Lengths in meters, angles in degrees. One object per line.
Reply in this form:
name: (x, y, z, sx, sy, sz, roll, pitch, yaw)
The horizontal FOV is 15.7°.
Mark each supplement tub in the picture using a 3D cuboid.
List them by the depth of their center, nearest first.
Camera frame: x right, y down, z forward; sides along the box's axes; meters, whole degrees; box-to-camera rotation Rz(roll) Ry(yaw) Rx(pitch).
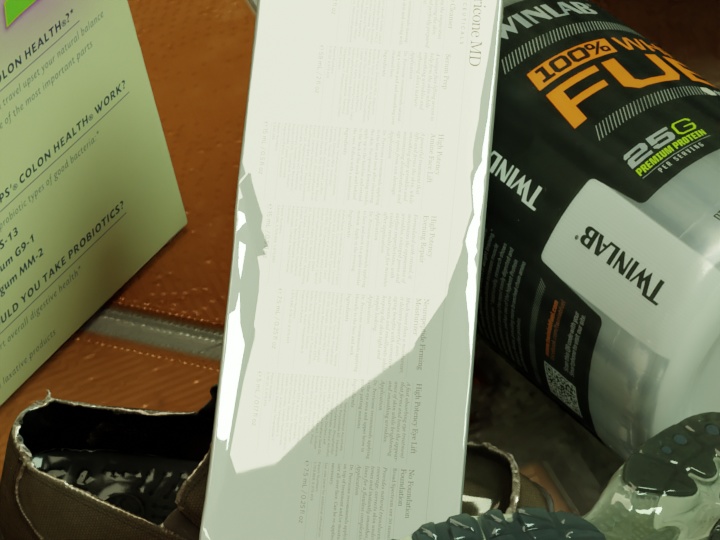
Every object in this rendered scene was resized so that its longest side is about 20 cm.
supplement tub: (0.083, -0.020, 0.925, 0.122, 0.123, 0.200, -32, 48, -20)

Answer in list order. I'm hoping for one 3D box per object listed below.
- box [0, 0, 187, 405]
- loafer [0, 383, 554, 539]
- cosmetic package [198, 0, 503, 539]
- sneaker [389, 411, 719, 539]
box: (-0.171, -0.050, 0.951, 0.097, 0.200, 0.176, 24, 55, 30)
loafer: (-0.035, 0.079, 0.885, 0.199, 0.071, 0.073, 0, 45, 11)
cosmetic package: (0.000, 0.000, 0.852, 0.082, 0.051, 0.201, 4, 76, 6)
sneaker: (0.064, 0.118, 0.792, 0.200, 0.086, 0.078, -17, 47, -36)
